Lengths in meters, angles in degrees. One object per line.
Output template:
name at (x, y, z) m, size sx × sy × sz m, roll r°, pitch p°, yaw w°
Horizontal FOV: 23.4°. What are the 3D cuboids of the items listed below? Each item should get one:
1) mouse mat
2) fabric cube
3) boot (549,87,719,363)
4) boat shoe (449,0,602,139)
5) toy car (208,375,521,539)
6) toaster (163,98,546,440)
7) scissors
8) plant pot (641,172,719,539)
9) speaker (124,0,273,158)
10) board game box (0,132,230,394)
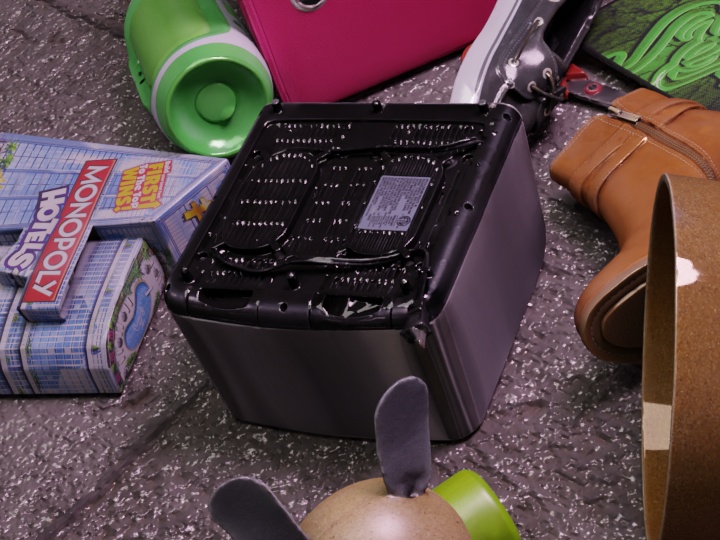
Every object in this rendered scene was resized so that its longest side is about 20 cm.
mouse mat at (0.260, -0.177, 1.166) m, size 0.200 × 0.008 × 0.161 m, roll -34°, pitch 43°, yaw -15°
fabric cube at (-0.010, -0.263, 1.243) m, size 0.198 × 0.197 × 0.200 m, roll -22°, pitch 41°, yaw -2°
boot at (0.161, -0.032, 1.020) m, size 0.200 × 0.074 × 0.155 m, roll -30°, pitch 42°, yaw -26°
boat shoe at (0.109, -0.132, 1.134) m, size 0.056 × 0.069 × 0.201 m, roll 6°, pitch 58°, yaw 29°
toy car at (0.002, 0.137, 0.815) m, size 0.164 × 0.200 × 0.158 m, roll -32°, pitch 42°, yaw -11°
toaster at (0.000, 0.000, 1.020) m, size 0.180 × 0.119 × 0.201 m, roll 2°, pitch 47°, yaw 27°
scissors at (0.142, -0.118, 1.162) m, size 0.073 × 0.014 × 0.200 m, roll -32°, pitch 43°, yaw -13°
plant pot at (0.241, 0.051, 0.837) m, size 0.199 × 0.187 × 0.187 m, roll 3°, pitch 46°, yaw 5°
speaker at (-0.117, -0.148, 1.230) m, size 0.088 × 0.089 × 0.200 m, roll -25°, pitch 29°, yaw -2°
board game box at (-0.181, -0.012, 1.158) m, size 0.199 × 0.062 × 0.201 m, roll -4°, pitch 45°, yaw 22°
